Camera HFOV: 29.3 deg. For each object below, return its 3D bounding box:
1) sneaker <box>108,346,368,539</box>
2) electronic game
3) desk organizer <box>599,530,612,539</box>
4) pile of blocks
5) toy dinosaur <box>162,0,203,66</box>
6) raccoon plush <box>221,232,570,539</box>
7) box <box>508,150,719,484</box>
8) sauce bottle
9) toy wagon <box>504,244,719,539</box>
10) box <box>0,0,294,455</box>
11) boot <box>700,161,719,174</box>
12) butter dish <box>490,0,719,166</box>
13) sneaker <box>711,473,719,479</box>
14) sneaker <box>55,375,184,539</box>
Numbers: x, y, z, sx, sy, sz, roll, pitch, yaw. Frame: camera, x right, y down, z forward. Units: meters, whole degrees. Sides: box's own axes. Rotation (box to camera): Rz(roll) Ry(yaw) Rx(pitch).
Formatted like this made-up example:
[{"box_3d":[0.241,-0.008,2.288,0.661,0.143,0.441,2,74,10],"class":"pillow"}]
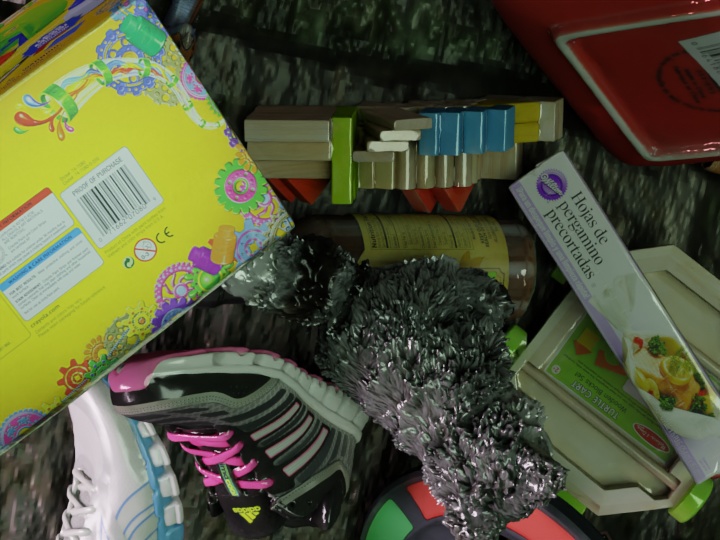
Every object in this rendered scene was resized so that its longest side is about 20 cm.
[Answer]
[{"box_3d":[-0.060,0.094,0.725,0.199,0.073,0.089,29,62,-57],"class":"sneaker"},{"box_3d":[0.080,0.202,0.798,0.041,0.198,0.203,-31,116,-47],"class":"electronic game"},{"box_3d":[0.188,0.212,0.880,0.197,0.072,0.078,-4,128,-19],"class":"desk organizer"},{"box_3d":[0.029,-0.059,0.761,0.197,0.082,0.063,-6,105,-19],"class":"pile of blocks"},{"box_3d":[-0.049,-0.187,0.703,0.198,0.105,0.183,-4,126,-31],"class":"toy dinosaur"},{"box_3d":[0.014,0.069,0.703,0.198,0.135,0.097,9,135,-28],"class":"raccoon plush"},{"box_3d":[0.154,0.026,0.788,0.038,0.041,0.201,-33,86,9],"class":"box"},{"box_3d":[0.000,0.000,0.777,0.197,0.065,0.066,-1,104,-18],"class":"sauce bottle"},{"box_3d":[0.149,0.082,0.832,0.155,0.040,0.201,38,97,6],"class":"toy wagon"},{"box_3d":[-0.164,-0.027,0.639,0.199,0.192,0.123,-38,113,-8],"class":"box"},{"box_3d":[0.282,-0.053,0.864,0.153,0.074,0.203,5,91,-21],"class":"boot"},{"box_3d":[0.200,-0.160,0.751,0.200,0.198,0.149,40,59,-43],"class":"butter dish"},{"box_3d":[0.264,0.062,0.862,0.197,0.078,0.117,-11,104,0],"class":"sneaker"},{"box_3d":[-0.140,0.151,0.751,0.086,0.075,0.203,-19,109,-24],"class":"sneaker"}]
